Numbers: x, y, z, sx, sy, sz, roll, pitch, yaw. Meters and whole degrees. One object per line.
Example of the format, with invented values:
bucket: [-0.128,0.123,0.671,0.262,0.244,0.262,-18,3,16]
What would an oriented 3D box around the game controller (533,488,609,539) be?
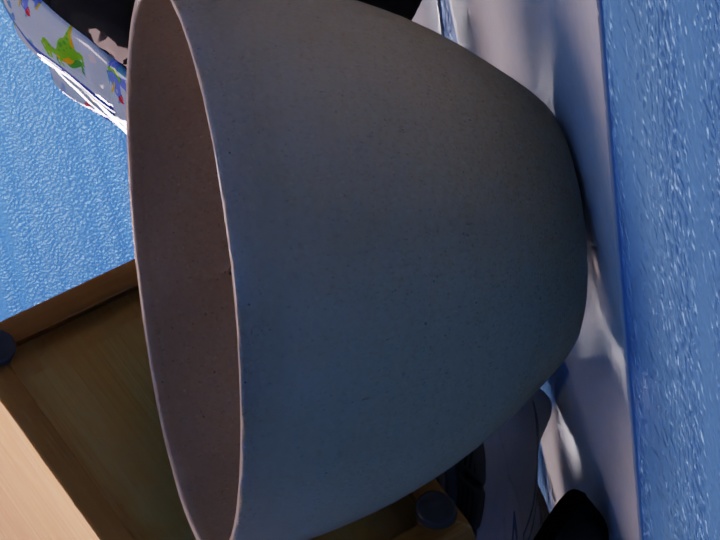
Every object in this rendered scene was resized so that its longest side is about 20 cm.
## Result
game controller: [0.056,0.170,1.119,0.200,0.042,0.104,100,-168,-52]

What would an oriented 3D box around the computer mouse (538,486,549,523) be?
computer mouse: [0.038,0.188,1.254,0.046,0.140,0.200,40,-147,-66]

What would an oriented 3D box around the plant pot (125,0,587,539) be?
plant pot: [0.002,-0.007,0.979,0.200,0.134,0.201,174,90,-77]

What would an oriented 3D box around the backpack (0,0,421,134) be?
backpack: [-0.083,-0.129,1.250,0.200,0.163,0.154,34,162,25]

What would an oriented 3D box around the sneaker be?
sneaker: [0.040,0.132,1.178,0.074,0.087,0.200,32,123,28]

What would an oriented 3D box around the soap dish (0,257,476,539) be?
soap dish: [-0.061,0.081,1.083,0.200,0.157,0.081,51,150,23]
